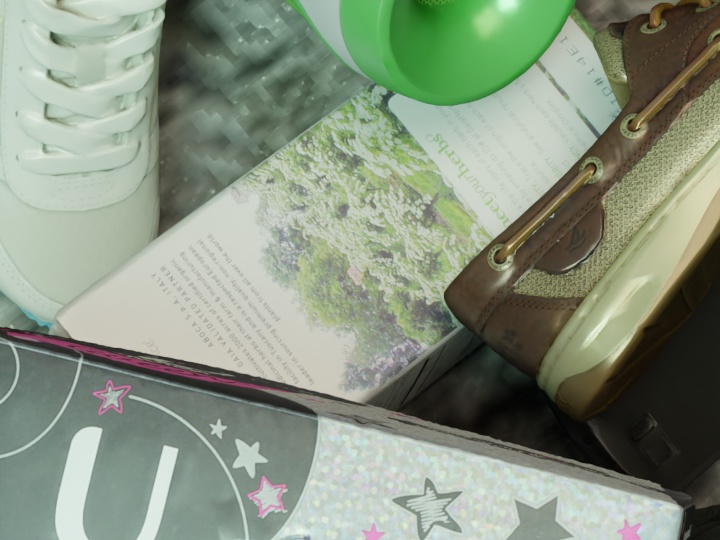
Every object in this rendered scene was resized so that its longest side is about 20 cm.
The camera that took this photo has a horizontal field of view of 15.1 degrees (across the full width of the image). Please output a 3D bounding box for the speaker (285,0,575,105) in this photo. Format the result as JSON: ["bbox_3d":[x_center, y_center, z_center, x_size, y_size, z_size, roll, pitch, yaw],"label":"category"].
[{"bbox_3d":[-0.016,-0.131,0.846,0.088,0.089,0.200,-29,46,-16],"label":"speaker"}]

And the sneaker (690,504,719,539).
[{"bbox_3d":[0.046,0.115,0.804,0.199,0.104,0.060,-22,101,-17],"label":"sneaker"}]

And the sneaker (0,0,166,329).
[{"bbox_3d":[-0.094,-0.076,0.831,0.076,0.081,0.201,-10,106,-22],"label":"sneaker"}]

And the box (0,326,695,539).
[{"bbox_3d":[-0.020,0.088,0.709,0.199,0.132,0.116,12,87,9],"label":"box"}]

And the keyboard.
[{"bbox_3d":[0.134,0.010,0.887,0.200,0.040,0.104,-35,92,-30],"label":"keyboard"}]

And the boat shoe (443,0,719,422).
[{"bbox_3d":[0.099,-0.053,0.804,0.072,0.072,0.200,35,86,15],"label":"boat shoe"}]

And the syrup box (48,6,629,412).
[{"bbox_3d":[0.000,0.000,0.851,0.200,0.081,0.079,-37,81,-17],"label":"syrup box"}]
